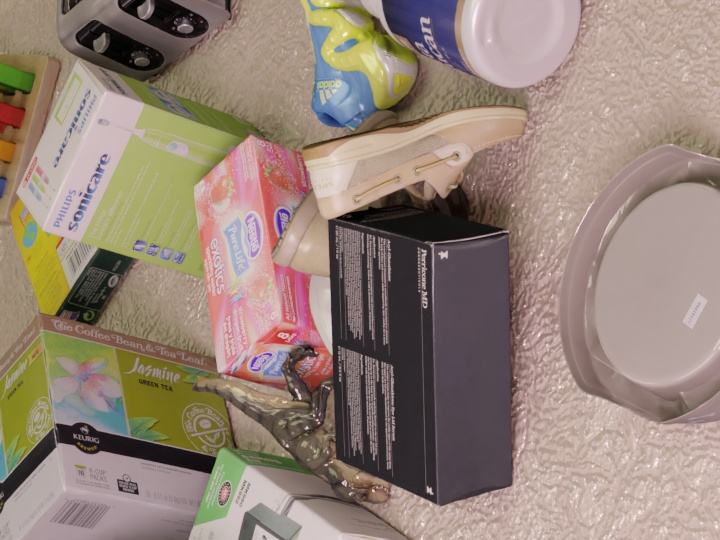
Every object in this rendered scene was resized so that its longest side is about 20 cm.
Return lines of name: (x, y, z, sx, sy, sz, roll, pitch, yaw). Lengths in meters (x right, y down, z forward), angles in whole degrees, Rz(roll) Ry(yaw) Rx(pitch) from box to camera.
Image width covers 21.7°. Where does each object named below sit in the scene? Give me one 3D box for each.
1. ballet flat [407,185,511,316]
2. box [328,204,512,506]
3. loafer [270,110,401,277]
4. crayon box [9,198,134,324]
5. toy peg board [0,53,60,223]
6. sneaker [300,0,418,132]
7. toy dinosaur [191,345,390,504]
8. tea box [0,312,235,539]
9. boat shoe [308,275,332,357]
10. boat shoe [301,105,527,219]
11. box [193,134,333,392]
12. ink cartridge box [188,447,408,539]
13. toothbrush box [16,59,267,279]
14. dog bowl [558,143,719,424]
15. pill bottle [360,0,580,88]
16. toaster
ballet flat: (0.067, -0.026, 1.515, 0.046, 0.067, 0.201, -39, 54, 25)
box: (0.045, 0.061, 1.439, 0.141, 0.078, 0.201, 19, 114, 56)
loafer: (-0.006, -0.057, 1.549, 0.200, 0.068, 0.076, -55, 1, -42)
crayon box: (-0.311, -0.042, 2.024, 0.127, 0.051, 0.200, -53, 41, 24)
toy peg board: (-0.469, -0.172, 2.245, 0.200, 0.097, 0.200, 10, 84, 54)
sneaker: (-0.027, -0.196, 1.694, 0.105, 0.075, 0.200, -57, 40, 21)
toy dinosaur: (-0.049, 0.113, 1.553, 0.199, 0.047, 0.088, 33, 96, 23)
tea box: (-0.229, 0.170, 1.705, 0.134, 0.199, 0.198, -46, 45, 32)
boat shoe: (0.000, 0.000, 1.583, 0.069, 0.071, 0.201, -42, 45, 35)
boat shoe: (0.048, -0.087, 1.476, 0.072, 0.199, 0.065, -7, 98, 60)
box: (-0.073, -0.005, 1.655, 0.095, 0.102, 0.201, -40, 47, 37)
ink cartridge box: (-0.059, 0.250, 1.547, 0.200, 0.084, 0.147, 25, 97, 53)
toothbrush box: (-0.199, -0.092, 1.773, 0.086, 0.199, 0.146, 44, 112, 50)
dog bowl: (0.226, 0.014, 1.292, 0.200, 0.058, 0.201, -24, 59, 46)
pill bottle: (0.080, -0.224, 1.535, 0.200, 0.111, 0.112, 32, 101, 53)
toaster: (-0.222, -0.325, 1.966, 0.180, 0.118, 0.201, -27, 56, 43)
